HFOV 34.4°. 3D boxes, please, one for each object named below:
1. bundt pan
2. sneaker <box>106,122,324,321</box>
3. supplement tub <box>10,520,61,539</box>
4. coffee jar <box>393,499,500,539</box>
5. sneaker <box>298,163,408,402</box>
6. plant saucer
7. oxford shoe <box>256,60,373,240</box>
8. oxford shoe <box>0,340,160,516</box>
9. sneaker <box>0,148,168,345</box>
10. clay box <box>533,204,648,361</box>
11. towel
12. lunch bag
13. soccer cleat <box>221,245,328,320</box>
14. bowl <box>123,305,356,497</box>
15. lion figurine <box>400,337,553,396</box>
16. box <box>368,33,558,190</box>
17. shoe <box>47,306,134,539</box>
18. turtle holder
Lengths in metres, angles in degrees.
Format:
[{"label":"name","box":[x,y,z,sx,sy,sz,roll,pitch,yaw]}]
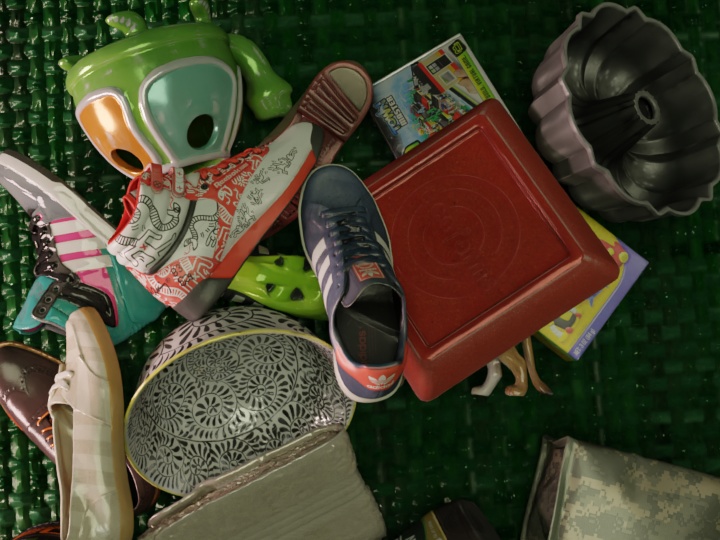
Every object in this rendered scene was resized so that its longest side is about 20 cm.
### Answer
[{"label":"bundt pan","box":[0.230,-0.131,1.038,0.201,0.076,0.203,13,66,-30]},{"label":"sneaker","box":[-0.120,-0.068,0.949,0.108,0.067,0.202,39,73,-15]},{"label":"supplement tub","box":[-0.254,0.272,0.942,0.122,0.200,0.123,0,87,-5]},{"label":"coffee jar","box":[0.034,0.282,0.994,0.200,0.104,0.086,-30,115,-2]},{"label":"sneaker","box":[0.000,0.000,0.921,0.075,0.085,0.201,-12,75,-11]},{"label":"plant saucer","box":[0.082,-0.026,0.981,0.200,0.037,0.200,-33,70,2]},{"label":"oxford shoe","box":[-0.055,-0.105,1.052,0.070,0.075,0.200,41,104,-8]},{"label":"oxford shoe","box":[-0.253,0.135,1.015,0.200,0.073,0.071,41,85,0]},{"label":"sneaker","box":[-0.272,-0.003,1.023,0.200,0.084,0.121,42,75,-2]},{"label":"clay box","box":[0.148,-0.022,1.068,0.200,0.048,0.115,37,85,-1]},{"label":"towel","box":[-0.083,0.226,1.015,0.199,0.034,0.133,-26,121,-6]},{"label":"lunch bag","box":[0.224,0.262,1.019,0.163,0.118,0.201,15,81,-2]},{"label":"soccer cleat","box":[-0.103,0.004,1.029,0.199,0.081,0.068,18,74,27]},{"label":"bowl","box":[-0.110,0.096,1.002,0.200,0.201,0.094,-19,43,-5]},{"label":"lion figurine","box":[0.075,0.047,1.036,0.199,0.072,0.123,5,81,5]},{"label":"box","box":[0.092,-0.102,1.038,0.110,0.035,0.200,-30,70,3]},{"label":"shoe","box":[-0.222,0.124,0.932,0.053,0.070,0.201,-1,69,-28]},{"label":"turtle holder","box":[-0.162,-0.149,1.022,0.141,0.185,0.132,-22,87,27]}]
